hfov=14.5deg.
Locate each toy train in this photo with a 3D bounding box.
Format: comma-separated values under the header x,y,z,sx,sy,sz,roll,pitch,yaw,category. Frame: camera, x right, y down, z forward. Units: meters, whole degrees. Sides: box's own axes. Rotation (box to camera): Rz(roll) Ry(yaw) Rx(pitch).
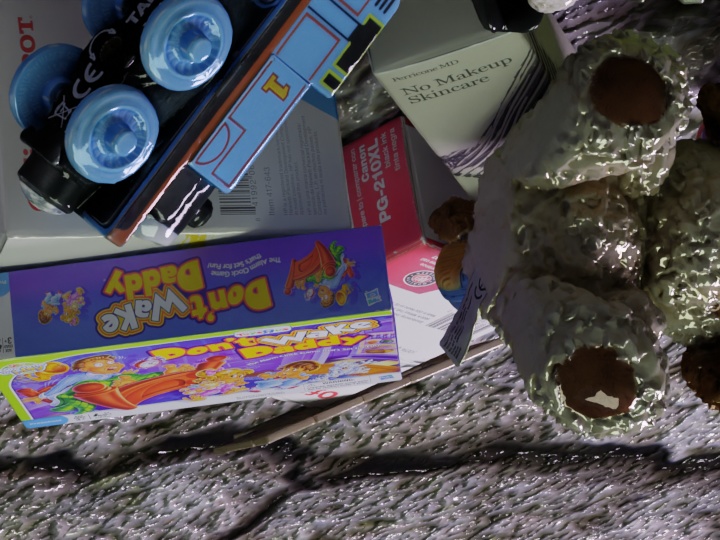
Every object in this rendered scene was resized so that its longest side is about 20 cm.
x,y,z,sx,sy,sz,roll,pitch,yaw,category
-0.073,-0.098,1.298,0.114,0.087,0.200,37,89,-41,toy train

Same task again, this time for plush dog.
x,y,z,sx,sy,sz,roll,pitch,yaw,category
0.143,-0.014,1.443,0.171,0.201,0.160,6,178,-27,plush dog

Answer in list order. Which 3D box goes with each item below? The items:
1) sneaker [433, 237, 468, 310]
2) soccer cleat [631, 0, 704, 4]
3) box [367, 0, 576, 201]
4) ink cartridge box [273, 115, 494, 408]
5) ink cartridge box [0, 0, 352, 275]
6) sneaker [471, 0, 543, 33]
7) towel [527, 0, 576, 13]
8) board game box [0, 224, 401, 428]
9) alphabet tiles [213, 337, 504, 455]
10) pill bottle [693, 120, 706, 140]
x,y,z,sx,sy,sz,roll,pitch,yaw,category
0.119,-0.006,1.568,0.075,0.089,0.200,-4,-161,42,sneaker
0.198,-0.183,1.360,0.199,0.065,0.084,-9,128,11,soccer cleat
0.066,-0.102,1.461,0.082,0.069,0.200,-17,156,14,box
0.000,0.000,1.649,0.200,0.085,0.144,-26,152,34,ink cartridge box
-0.122,-0.057,1.411,0.199,0.129,0.125,0,161,-18,ink cartridge box
0.094,-0.178,1.271,0.076,0.091,0.200,-1,154,-16,sneaker
0.136,-0.201,1.196,0.200,0.035,0.133,-36,142,-1,towel
-0.082,0.030,1.408,0.199,0.045,0.135,-7,163,1,board game box
-0.013,0.085,1.822,0.167,0.008,0.200,-22,180,-18,alphabet tiles
0.255,-0.091,1.504,0.111,0.112,0.200,-3,156,-14,pill bottle
